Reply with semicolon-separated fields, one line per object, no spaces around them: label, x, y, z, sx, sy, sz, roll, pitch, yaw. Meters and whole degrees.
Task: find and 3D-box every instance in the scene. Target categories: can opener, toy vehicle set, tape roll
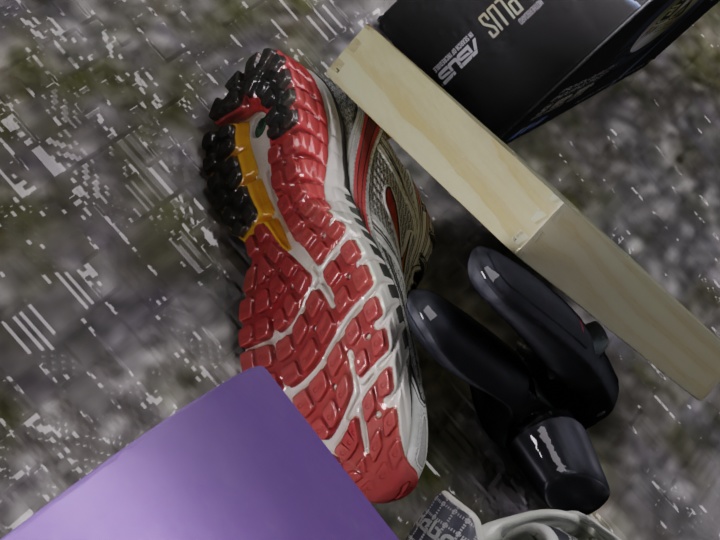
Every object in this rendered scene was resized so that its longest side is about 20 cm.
can opener;0.067;0.034;0.828;0.079;0.063;0.200;50;-2;28
toy vehicle set;0.076;-0.020;0.878;0.124;0.027;0.200;46;7;34
tape roll;-0.078;0.119;0.554;0.085;0.200;0.200;51;37;4

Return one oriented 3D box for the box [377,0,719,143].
box;0.130;-0.158;1.037;0.086;0.164;0.200;52;36;6

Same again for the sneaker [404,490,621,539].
sneaker;0.090;0.135;0.790;0.199;0.081;0.076;15;6;-40

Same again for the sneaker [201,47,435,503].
sneaker;0.000;0.000;0.839;0.082;0.078;0.201;18;47;-36
